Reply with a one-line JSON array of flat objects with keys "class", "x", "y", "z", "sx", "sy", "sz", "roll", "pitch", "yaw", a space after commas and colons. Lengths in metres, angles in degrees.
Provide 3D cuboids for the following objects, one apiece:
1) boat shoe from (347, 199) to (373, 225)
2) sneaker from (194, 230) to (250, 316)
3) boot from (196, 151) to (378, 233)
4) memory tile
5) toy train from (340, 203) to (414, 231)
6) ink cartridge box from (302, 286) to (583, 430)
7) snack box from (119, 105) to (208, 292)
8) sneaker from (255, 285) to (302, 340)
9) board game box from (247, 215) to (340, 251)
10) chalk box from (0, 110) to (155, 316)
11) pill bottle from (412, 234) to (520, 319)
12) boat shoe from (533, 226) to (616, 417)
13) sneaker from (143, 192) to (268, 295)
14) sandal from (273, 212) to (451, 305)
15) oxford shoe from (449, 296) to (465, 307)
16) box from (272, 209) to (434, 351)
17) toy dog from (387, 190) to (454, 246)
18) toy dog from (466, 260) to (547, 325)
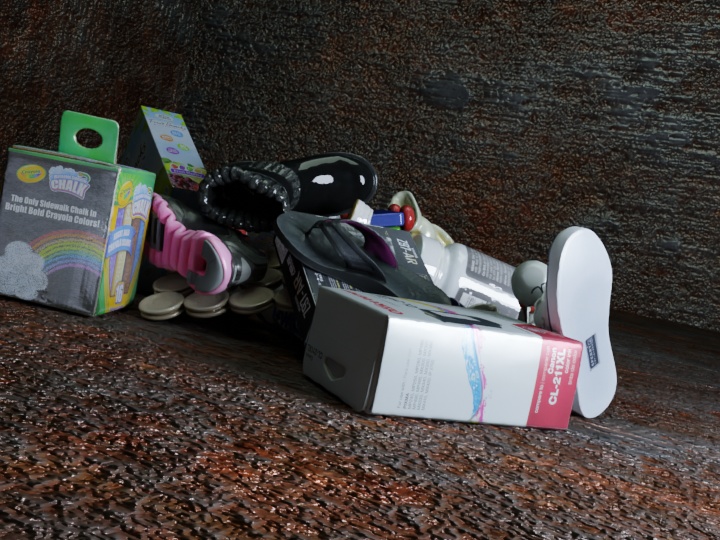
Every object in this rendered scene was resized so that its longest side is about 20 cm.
[{"class": "boat shoe", "x": 0.000, "y": 0.000, "z": 1.089, "sx": 0.069, "sy": 0.200, "sz": 0.071, "roll": 18, "pitch": 45, "yaw": 5}, {"class": "sneaker", "x": -0.176, "y": -0.006, "z": 1.142, "sx": 0.067, "sy": 0.108, "sz": 0.201, "roll": 9, "pitch": 4, "yaw": -18}, {"class": "boot", "x": -0.079, "y": -0.093, "z": 1.041, "sx": 0.210, "sy": 0.080, "sz": 0.158, "roll": -6, "pitch": 9, "yaw": -3}, {"class": "memory tile", "x": -0.136, "y": 0.015, "z": 1.001, "sx": 0.199, "sy": 0.017, "sz": 0.153, "roll": -3, "pitch": 24, "yaw": 6}, {"class": "toy train", "x": 0.015, "y": -0.031, "z": 1.213, "sx": 0.084, "sy": 0.116, "sz": 0.200, "roll": -4, "pitch": 6, "yaw": -10}, {"class": "ink cartridge box", "x": 0.070, "y": 0.076, "z": 0.787, "sx": 0.199, "sy": 0.083, "sz": 0.146, "roll": 10, "pitch": 5, "yaw": -27}, {"class": "snack box", "x": -0.273, "y": -0.095, "z": 1.192, "sx": 0.067, "sy": 0.169, "sz": 0.200, "roll": 9, "pitch": 33, "yaw": -33}, {"class": "sneaker", "x": -0.056, "y": 0.044, "z": 1.000, "sx": 0.199, "sy": 0.076, "sz": 0.088, "roll": 10, "pitch": 7, "yaw": 32}, {"class": "board game box", "x": -0.100, "y": -0.018, "z": 1.211, "sx": 0.199, "sy": 0.135, "sz": 0.034, "roll": 6, "pitch": 30, "yaw": 37}, {"class": "chalk box", "x": -0.302, "y": -0.065, "z": 0.950, "sx": 0.124, "sy": 0.201, "sz": 0.124, "roll": 12, "pitch": 3, "yaw": 3}, {"class": "pill bottle", "x": 0.149, "y": 0.031, "z": 1.198, "sx": 0.199, "sy": 0.114, "sz": 0.114, "roll": 23, "pitch": 1, "yaw": -13}, {"class": "boat shoe", "x": 0.193, "y": 0.048, "z": 0.841, "sx": 0.073, "sy": 0.201, "sz": 0.065, "roll": -23, "pitch": 29, "yaw": -27}, {"class": "sneaker", "x": -0.178, "y": -0.032, "z": 1.009, "sx": 0.095, "sy": 0.079, "sz": 0.200, "roll": -7, "pitch": 31, "yaw": -41}, {"class": "sandal", "x": 0.008, "y": -0.015, "z": 0.904, "sx": 0.200, "sy": 0.048, "sz": 0.075, "roll": 28, "pitch": 34, "yaw": 0}, {"class": "oxford shoe", "x": 0.096, "y": 0.065, "z": 1.113, "sx": 0.071, "sy": 0.073, "sz": 0.200, "roll": 7, "pitch": 5, "yaw": -42}, {"class": "box", "x": 0.005, "y": 0.023, "z": 0.935, "sx": 0.160, "sy": 0.044, "sz": 0.200, "roll": 8, "pitch": 37, "yaw": -27}, {"class": "toy dog", "x": 0.105, "y": 0.002, "z": 1.353, "sx": 0.200, "sy": 0.140, "sz": 0.194, "roll": 37, "pitch": 6, "yaw": -45}, {"class": "toy dog", "x": 0.201, "y": 0.074, "z": 0.951, "sx": 0.200, "sy": 0.132, "sz": 0.096, "roll": 25, "pitch": 27, "yaw": -54}]
